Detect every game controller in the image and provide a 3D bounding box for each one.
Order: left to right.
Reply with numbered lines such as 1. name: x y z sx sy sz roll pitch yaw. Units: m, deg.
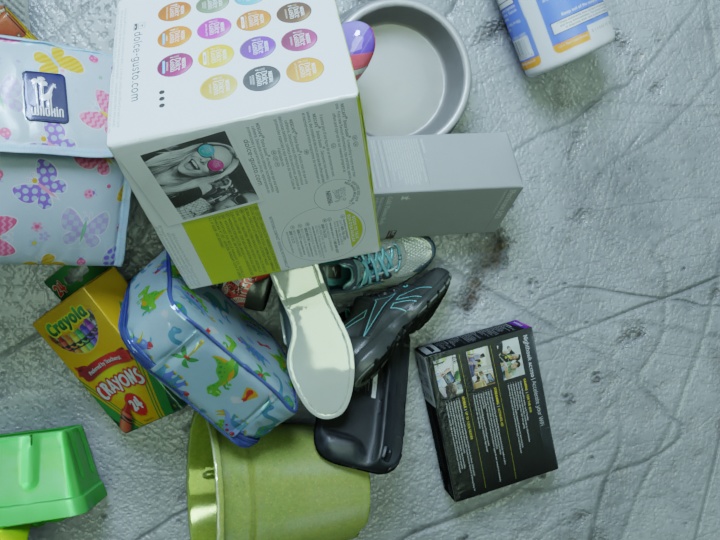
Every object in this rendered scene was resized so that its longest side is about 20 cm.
1. game controller: 0.005 0.138 0.839 0.104 0.042 0.200 12 52 -5

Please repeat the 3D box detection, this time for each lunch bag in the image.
1. lunch bag: -0.302 -0.110 0.652 0.169 0.127 0.200 2 110 -36
2. lunch bag: -0.156 0.078 0.742 0.082 0.161 0.200 -39 120 6

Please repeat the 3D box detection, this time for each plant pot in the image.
1. plant pot: -0.095 0.253 0.823 0.184 0.200 0.201 0 97 -22

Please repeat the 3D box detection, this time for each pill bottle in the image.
1. pill bottle: 0.214 -0.343 0.837 0.112 0.112 0.200 -25 101 -7

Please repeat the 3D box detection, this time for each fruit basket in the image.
1. fruit basket: -0.392 0.281 0.773 0.215 0.156 0.216 1 81 -9

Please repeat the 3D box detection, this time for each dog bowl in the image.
1. dog bowl: 0.041 -0.228 0.845 0.200 0.059 0.200 -1 96 -11

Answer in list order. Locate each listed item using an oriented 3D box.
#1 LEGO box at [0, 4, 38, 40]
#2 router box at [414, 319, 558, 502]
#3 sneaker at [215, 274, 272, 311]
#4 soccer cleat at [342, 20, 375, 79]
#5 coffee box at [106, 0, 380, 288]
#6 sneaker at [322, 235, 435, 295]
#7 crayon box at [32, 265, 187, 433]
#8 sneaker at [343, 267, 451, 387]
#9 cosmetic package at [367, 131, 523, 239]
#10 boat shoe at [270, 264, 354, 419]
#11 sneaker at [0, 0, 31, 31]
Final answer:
1. LEGO box: -0.346 -0.143 0.737 0.149 0.077 0.200 -42 126 -3
2. router box: 0.164 0.181 0.919 0.149 0.051 0.200 -14 99 -10
3. sneaker: -0.140 -0.060 0.826 0.108 0.067 0.202 14 88 -3
4. soccer cleat: -0.073 -0.207 0.778 0.200 0.076 0.067 -26 87 24
5. coffee box: -0.098 -0.132 0.660 0.197 0.200 0.200 -12 144 0
6. sneaker: 0.000 0.000 0.850 0.200 0.086 0.078 -13 100 -8
7. crayon box: -0.280 0.081 0.792 0.127 0.051 0.200 -28 103 38
8. sneaker: 0.033 0.048 0.838 0.079 0.075 0.200 38 55 17
9. cosmetic package: 0.075 -0.098 0.828 0.200 0.107 0.090 -3 63 -10
10. boat shoe: -0.052 0.060 0.775 0.073 0.062 0.200 -15 94 0
11. sneaker: -0.400 -0.247 0.766 0.074 0.082 0.200 -12 120 -48
